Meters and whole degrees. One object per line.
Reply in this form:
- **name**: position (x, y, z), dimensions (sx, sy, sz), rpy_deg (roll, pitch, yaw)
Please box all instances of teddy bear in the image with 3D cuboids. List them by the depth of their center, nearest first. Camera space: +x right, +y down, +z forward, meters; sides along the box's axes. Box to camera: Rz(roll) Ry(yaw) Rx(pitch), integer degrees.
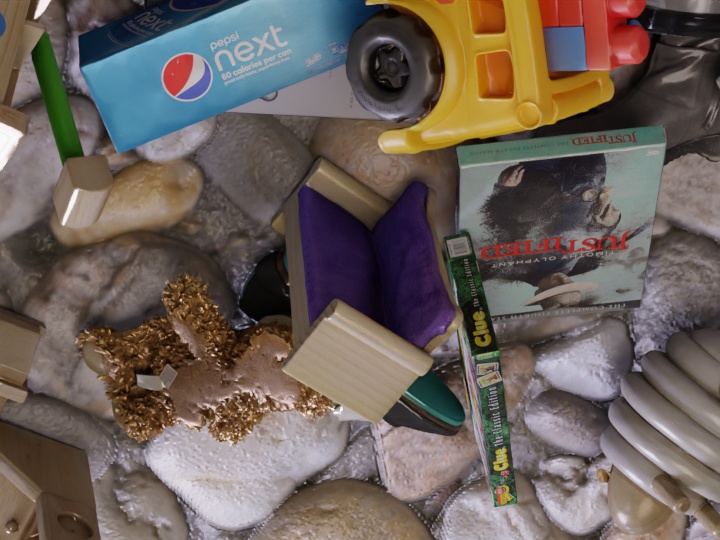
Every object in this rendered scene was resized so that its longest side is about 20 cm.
- **teddy bear**: position (-0.111, 0.068, 1.396), dimensions (0.199, 0.067, 0.146), rpy_deg (-26, 107, 35)

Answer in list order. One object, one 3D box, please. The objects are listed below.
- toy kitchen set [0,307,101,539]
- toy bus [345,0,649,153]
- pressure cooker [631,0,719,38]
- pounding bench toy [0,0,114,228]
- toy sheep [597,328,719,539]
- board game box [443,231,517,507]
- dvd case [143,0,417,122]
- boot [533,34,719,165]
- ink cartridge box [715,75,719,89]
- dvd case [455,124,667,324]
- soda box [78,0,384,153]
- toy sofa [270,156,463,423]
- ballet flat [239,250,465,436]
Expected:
- **toy kitchen set**: position (-0.271, 0.139, 1.360), dimensions (0.199, 0.181, 0.164), rpy_deg (22, 110, -24)
- **toy bus**: position (0.092, -0.180, 1.204), dimensions (0.191, 0.135, 0.202), rpy_deg (-1, 103, 38)
- **pressure cooker**: position (0.220, -0.267, 1.238), dimensions (0.174, 0.179, 0.202), rpy_deg (-1, 118, -5)
- **pounding bench toy**: position (-0.241, -0.128, 1.237), dimensions (0.198, 0.157, 0.124), rpy_deg (22, 144, -19)
- **toy sheep**: position (0.254, 0.114, 1.466), dimensions (0.137, 0.138, 0.201), rpy_deg (35, 96, -23)
- **board game box**: position (0.087, 0.075, 1.391), dimensions (0.023, 0.106, 0.201), rpy_deg (-10, 142, 1)
- **dvd case**: position (-0.048, -0.178, 1.325), dimensions (0.198, 0.025, 0.152), rpy_deg (2, 116, -11)
- **boot**: position (0.212, -0.142, 1.371), dimensions (0.198, 0.070, 0.133), rpy_deg (-9, 116, -17)
- **ink cartridge box**: position (0.367, -0.140, 1.316), dimensions (0.200, 0.146, 0.085), rpy_deg (-39, 125, -8)
- **dvd case**: position (0.138, -0.028, 1.381), dimensions (0.144, 0.022, 0.201), rpy_deg (-6, 147, -3)
- **soda box**: position (-0.083, -0.153, 1.281), dimensions (0.198, 0.064, 0.068), rpy_deg (-22, 118, 1)
- **toy sofa**: position (0.000, 0.000, 1.325), dimensions (0.082, 0.201, 0.098), rpy_deg (31, 115, -22)
- **ballet flat**: position (-0.011, 0.064, 1.437), dimensions (0.068, 0.068, 0.200), rpy_deg (-40, 106, 23)
